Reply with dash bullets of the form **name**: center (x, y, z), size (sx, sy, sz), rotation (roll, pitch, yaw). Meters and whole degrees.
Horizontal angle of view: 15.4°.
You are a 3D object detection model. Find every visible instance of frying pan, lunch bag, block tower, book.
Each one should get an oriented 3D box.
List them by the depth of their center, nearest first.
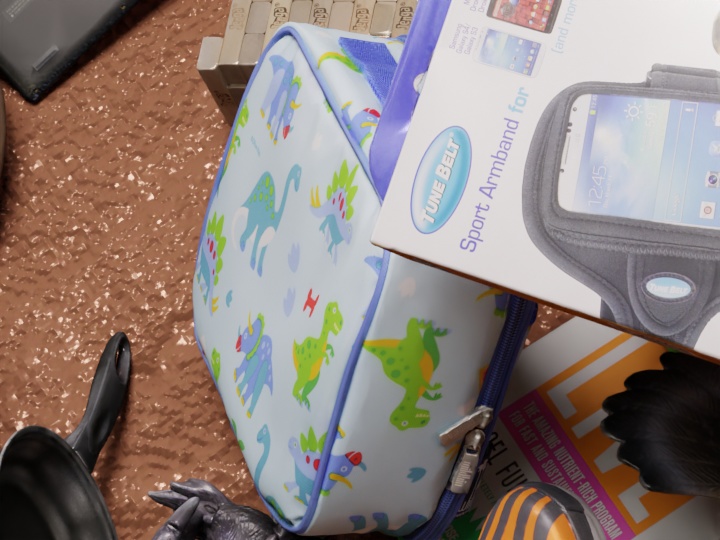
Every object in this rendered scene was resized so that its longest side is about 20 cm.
- **lunch bag**: center (0.000, 0.000, 1.057), size (0.082, 0.161, 0.200), rotation (6, 28, -21)
- **book**: center (0.112, 0.075, 1.073), size (0.200, 0.048, 0.134), rotation (-33, 51, -1)
- **frying pan**: center (-0.129, 0.088, 1.099), size (0.031, 0.115, 0.191), rotation (-17, 57, 17)
- **block tower**: center (0.031, -0.099, 1.188), size (0.199, 0.054, 0.058), rotation (1, 61, 18)

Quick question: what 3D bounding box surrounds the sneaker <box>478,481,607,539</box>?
- **sneaker**: center (0.029, 0.175, 0.952), size (0.077, 0.112, 0.201), rotation (11, 95, 54)

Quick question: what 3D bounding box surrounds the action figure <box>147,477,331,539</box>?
- **action figure**: center (-0.055, 0.149, 1.038), size (0.119, 0.200, 0.102), rotation (29, 111, 4)

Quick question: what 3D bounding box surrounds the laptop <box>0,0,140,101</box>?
- **laptop**: center (-0.150, -0.216, 1.320), size (0.187, 0.116, 0.200), rotation (-43, 86, 5)

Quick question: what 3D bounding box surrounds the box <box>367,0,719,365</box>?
- **box**: center (0.092, -0.040, 0.860), size (0.199, 0.041, 0.120), rotation (18, 89, 23)

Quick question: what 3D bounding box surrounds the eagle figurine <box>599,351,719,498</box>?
- **eagle figurine**: center (0.196, 0.104, 0.968), size (0.199, 0.151, 0.152), rotation (-6, 45, 27)

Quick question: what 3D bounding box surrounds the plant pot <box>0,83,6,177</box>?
- **plant pot**: center (-0.284, -0.076, 1.189), size (0.199, 0.175, 0.201), rotation (-9, 65, 20)
